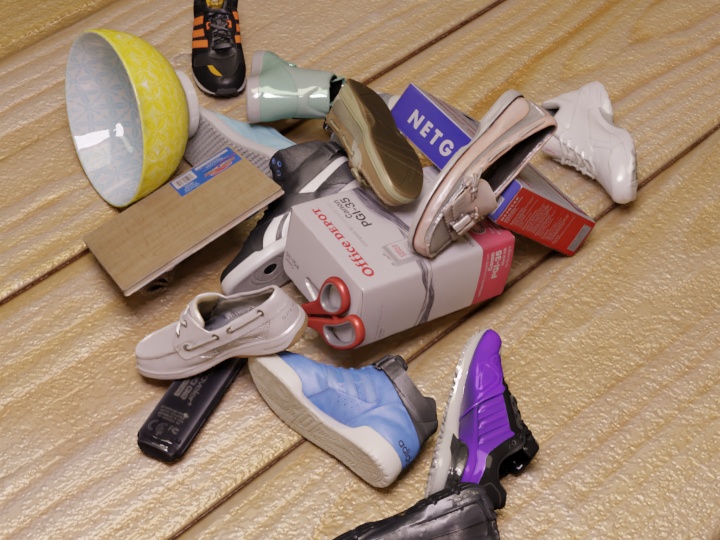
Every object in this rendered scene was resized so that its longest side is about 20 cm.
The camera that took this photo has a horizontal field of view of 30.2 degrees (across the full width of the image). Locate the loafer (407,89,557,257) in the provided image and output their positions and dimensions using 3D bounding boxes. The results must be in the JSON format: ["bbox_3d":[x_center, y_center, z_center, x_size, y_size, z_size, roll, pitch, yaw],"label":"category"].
[{"bbox_3d":[0.123,-0.092,1.333,0.062,0.072,0.201,29,74,24],"label":"loafer"}]

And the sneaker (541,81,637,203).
[{"bbox_3d":[0.265,-0.141,1.577,0.098,0.079,0.201,-12,40,-2],"label":"sneaker"}]

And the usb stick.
[{"bbox_3d":[-0.159,0.111,1.366,0.055,0.033,0.201,20,51,15],"label":"usb stick"}]

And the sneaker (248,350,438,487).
[{"bbox_3d":[-0.012,0.118,1.329,0.199,0.077,0.111,33,56,27],"label":"sneaker"}]

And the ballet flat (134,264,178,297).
[{"bbox_3d":[-0.196,-0.042,1.496,0.046,0.067,0.201,44,50,-13],"label":"ballet flat"}]

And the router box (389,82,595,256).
[{"bbox_3d":[0.145,-0.111,1.482,0.049,0.179,0.200,-52,55,14],"label":"router box"}]

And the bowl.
[{"bbox_3d":[-0.250,-0.182,1.535,0.107,0.202,0.200,-17,48,-34],"label":"bowl"}]

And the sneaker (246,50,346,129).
[{"bbox_3d":[-0.076,-0.218,1.611,0.116,0.075,0.201,1,21,-2],"label":"sneaker"}]

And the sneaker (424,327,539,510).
[{"bbox_3d":[0.130,0.152,1.312,0.098,0.070,0.202,16,53,5],"label":"sneaker"}]

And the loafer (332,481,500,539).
[{"bbox_3d":[0.032,0.258,1.209,0.198,0.068,0.071,-22,90,-4],"label":"loafer"}]

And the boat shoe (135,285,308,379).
[{"bbox_3d":[-0.150,0.053,1.333,0.198,0.070,0.071,-17,36,23],"label":"boat shoe"}]

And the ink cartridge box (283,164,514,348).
[{"bbox_3d":[0.039,-0.019,1.398,0.198,0.084,0.147,-18,48,-30],"label":"ink cartridge box"}]

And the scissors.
[{"bbox_3d":[-0.058,0.052,1.375,0.014,0.199,0.074,-21,94,-35],"label":"scissors"}]

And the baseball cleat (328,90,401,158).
[{"bbox_3d":[-0.017,-0.153,1.592,0.105,0.071,0.200,22,42,28],"label":"baseball cleat"}]

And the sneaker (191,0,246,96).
[{"bbox_3d":[-0.186,-0.311,1.709,0.069,0.091,0.202,-6,48,-5],"label":"sneaker"}]

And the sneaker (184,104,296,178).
[{"bbox_3d":[-0.139,-0.145,1.585,0.199,0.075,0.082,32,33,25],"label":"sneaker"}]

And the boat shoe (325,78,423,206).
[{"bbox_3d":[0.010,-0.126,1.418,0.073,0.063,0.202,21,30,-37],"label":"boat shoe"}]

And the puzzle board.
[{"bbox_3d":[-0.193,-0.056,1.446,0.199,0.018,0.151,-34,34,-12],"label":"puzzle board"}]

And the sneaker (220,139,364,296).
[{"bbox_3d":[-0.089,-0.062,1.466,0.199,0.073,0.112,-37,64,-4],"label":"sneaker"}]
